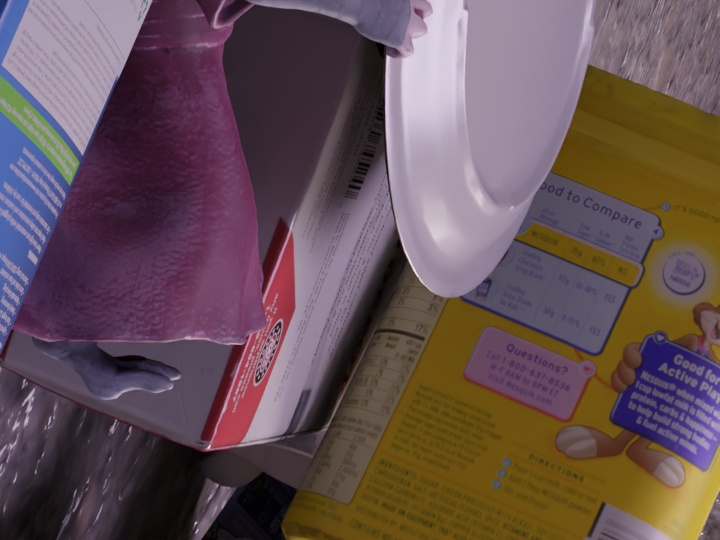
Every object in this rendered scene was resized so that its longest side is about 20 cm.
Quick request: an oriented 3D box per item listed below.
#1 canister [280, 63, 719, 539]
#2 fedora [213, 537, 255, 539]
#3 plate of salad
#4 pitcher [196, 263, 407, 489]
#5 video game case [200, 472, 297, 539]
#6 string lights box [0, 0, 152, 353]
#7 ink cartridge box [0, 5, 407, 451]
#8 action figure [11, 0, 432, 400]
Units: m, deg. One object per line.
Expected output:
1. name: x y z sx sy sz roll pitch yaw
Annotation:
1. canister: 0.074 0.037 1.050 0.087 0.148 0.200 77 37 -71
2. fedora: -0.075 0.146 1.026 0.200 0.176 0.091 32 49 -71
3. plate of salad: 0.035 -0.092 0.910 0.200 0.048 0.201 10 90 -71
4. pitcher: 0.000 0.000 1.190 0.200 0.121 0.172 -64 -162 -15
5. video game case: 0.008 0.099 1.210 0.182 0.022 0.200 -55 -152 1
6. string lights box: -0.122 -0.002 0.697 0.103 0.059 0.200 59 53 -76
7. ink cartridge box: -0.039 -0.022 0.994 0.200 0.083 0.147 7 104 -79
8. action figure: -0.066 -0.075 0.813 0.134 0.149 0.201 -136 -137 -66
